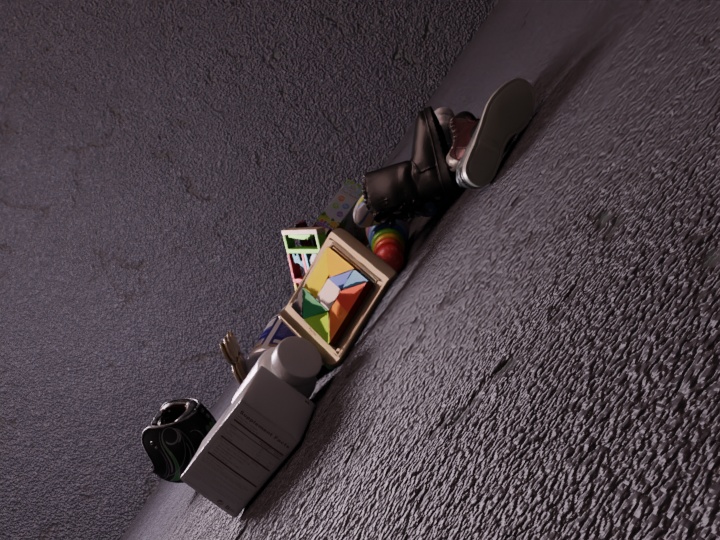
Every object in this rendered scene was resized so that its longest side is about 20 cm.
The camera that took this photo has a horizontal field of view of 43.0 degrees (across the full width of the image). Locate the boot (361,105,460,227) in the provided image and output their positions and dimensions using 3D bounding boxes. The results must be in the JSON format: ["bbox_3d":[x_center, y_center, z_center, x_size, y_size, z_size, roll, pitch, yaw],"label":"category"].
[{"bbox_3d":[0.080,-0.183,1.622,0.162,0.073,0.199,-20,63,18],"label":"boot"}]

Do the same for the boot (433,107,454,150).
[{"bbox_3d":[0.151,-0.243,1.757,0.200,0.073,0.096,125,144,-76],"label":"boot"}]

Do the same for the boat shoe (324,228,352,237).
[{"bbox_3d":[-0.038,-0.018,1.815,0.202,0.063,0.074,79,-154,-65],"label":"boat shoe"}]

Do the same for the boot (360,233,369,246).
[{"bbox_3d":[0.049,-0.077,1.891,0.155,0.073,0.201,-67,2,-69],"label":"boot"}]

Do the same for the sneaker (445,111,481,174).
[{"bbox_3d":[0.212,-0.243,1.588,0.116,0.076,0.200,-44,21,33],"label":"sneaker"}]

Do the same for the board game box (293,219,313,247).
[{"bbox_3d":[-0.095,-0.003,1.849,0.032,0.201,0.120,-17,6,-7],"label":"board game box"}]

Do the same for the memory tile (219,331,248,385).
[{"bbox_3d":[-0.240,0.227,1.915,0.017,0.201,0.153,-24,8,0],"label":"memory tile"}]

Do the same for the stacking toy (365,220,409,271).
[{"bbox_3d":[0.054,-0.048,1.696,0.085,0.085,0.200,-53,13,16],"label":"stacking toy"}]

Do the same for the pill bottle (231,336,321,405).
[{"bbox_3d":[-0.144,0.202,1.593,0.200,0.112,0.112,-54,4,43],"label":"pill bottle"}]

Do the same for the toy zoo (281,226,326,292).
[{"bbox_3d":[-0.090,0.016,1.757,0.020,0.201,0.131,-19,12,-33],"label":"toy zoo"}]

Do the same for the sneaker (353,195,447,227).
[{"bbox_3d":[0.082,-0.128,1.666,0.200,0.076,0.105,-34,36,2],"label":"sneaker"}]

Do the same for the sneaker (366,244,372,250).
[{"bbox_3d":[0.000,0.000,1.727,0.081,0.076,0.200,-47,-12,10],"label":"sneaker"}]

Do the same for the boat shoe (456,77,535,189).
[{"bbox_3d":[0.205,-0.213,1.424,0.200,0.073,0.062,-62,12,-16],"label":"boat shoe"}]

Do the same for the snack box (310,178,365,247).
[{"bbox_3d":[-0.037,-0.080,1.919,0.142,0.053,0.200,-56,-18,-19],"label":"snack box"}]

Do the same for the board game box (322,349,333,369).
[{"bbox_3d":[-0.041,0.119,1.708,0.200,0.026,0.200,-58,7,-26],"label":"board game box"}]

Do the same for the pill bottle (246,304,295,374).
[{"bbox_3d":[-0.161,0.162,1.968,0.116,0.116,0.200,-50,7,34],"label":"pill bottle"}]

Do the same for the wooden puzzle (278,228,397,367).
[{"bbox_3d":[-0.047,0.042,1.597,0.200,0.037,0.185,-55,46,6],"label":"wooden puzzle"}]

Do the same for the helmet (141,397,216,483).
[{"bbox_3d":[-0.448,0.438,2.310,0.199,0.191,0.200,-15,18,5],"label":"helmet"}]

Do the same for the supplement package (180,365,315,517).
[{"bbox_3d":[-0.183,0.279,1.494,0.200,0.117,0.117,-51,5,24],"label":"supplement package"}]
